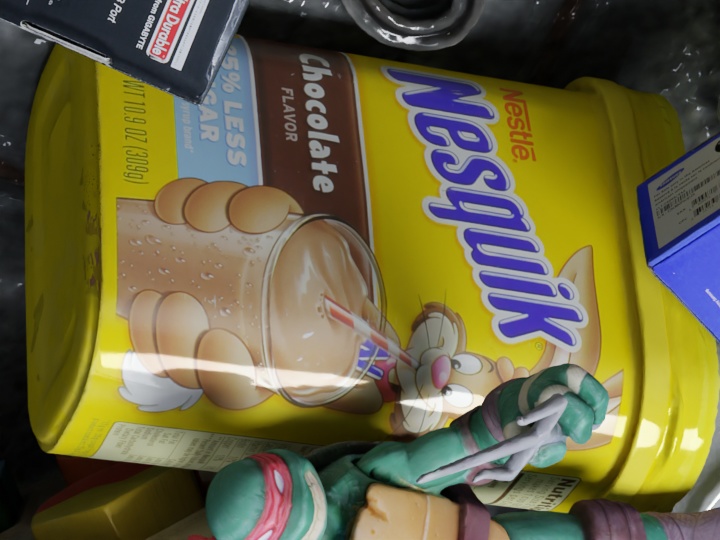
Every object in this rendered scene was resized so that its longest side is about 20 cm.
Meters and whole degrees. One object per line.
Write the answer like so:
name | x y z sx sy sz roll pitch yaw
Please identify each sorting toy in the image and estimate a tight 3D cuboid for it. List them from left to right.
sorting toy | -0.107 0.085 0.971 0.199 0.185 0.037 -17 99 2

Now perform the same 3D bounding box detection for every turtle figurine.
turtle figurine | 0.025 0.089 0.848 0.199 0.101 0.150 21 100 -34

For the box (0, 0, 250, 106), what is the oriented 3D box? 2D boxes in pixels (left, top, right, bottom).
box | -0.077 -0.160 0.791 0.158 0.046 0.201 23 124 -5

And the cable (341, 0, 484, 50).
cable | -0.011 -0.132 0.870 0.097 0.050 0.201 -12 133 -2

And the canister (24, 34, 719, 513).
canister | 0.000 0.000 0.926 0.199 0.149 0.087 8 146 -20

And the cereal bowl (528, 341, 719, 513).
cereal bowl | 0.157 0.098 1.037 0.199 0.083 0.201 0 96 4

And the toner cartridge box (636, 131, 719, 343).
toner cartridge box | 0.181 0.023 0.917 0.095 0.043 0.200 -32 121 23

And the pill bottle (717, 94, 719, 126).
pill bottle | 0.208 -0.096 0.926 0.113 0.113 0.200 15 125 -28
